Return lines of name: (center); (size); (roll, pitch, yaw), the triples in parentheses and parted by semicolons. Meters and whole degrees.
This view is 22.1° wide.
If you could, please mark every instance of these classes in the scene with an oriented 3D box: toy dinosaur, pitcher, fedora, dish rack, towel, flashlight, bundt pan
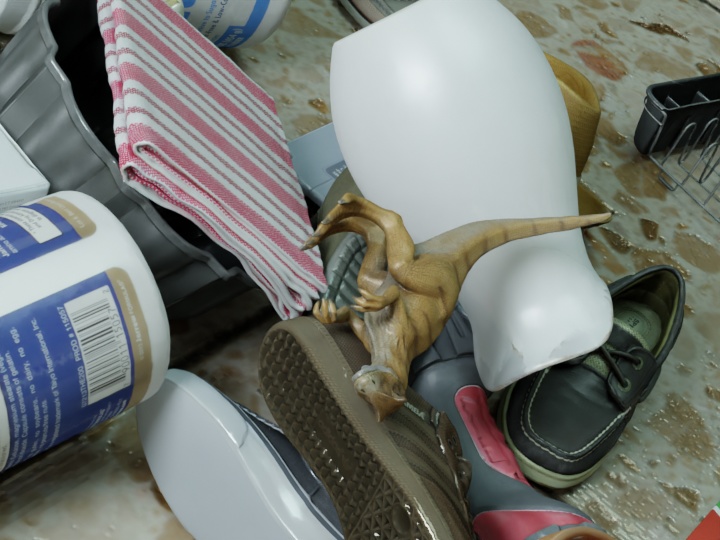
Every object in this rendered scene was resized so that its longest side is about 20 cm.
toy dinosaur: (0.029, 0.003, 0.890); (0.106, 0.060, 0.200); (42, 46, 0)
pitcher: (0.067, -0.054, 1.019); (0.201, 0.121, 0.172); (64, 12, -8)
fedora: (0.097, -0.108, 1.215); (0.200, 0.082, 0.201); (29, 17, -10)
dish rack: (0.305, -0.062, 1.350); (0.153, 0.055, 0.200); (-14, 51, -41)
towel: (-0.087, -0.075, 0.990); (0.146, 0.030, 0.200); (41, 20, -36)
flashlight: (0.076, 0.104, 0.990); (0.068, 0.068, 0.200); (23, 30, -37)
bundt pan: (-0.129, -0.056, 1.010); (0.202, 0.076, 0.202); (47, 20, -23)

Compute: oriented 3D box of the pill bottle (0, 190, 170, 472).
pill bottle: (-0.196, 0.047, 0.845); (0.200, 0.111, 0.111); (-25, 58, -33)

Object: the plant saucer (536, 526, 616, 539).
plant saucer: (0.111, 0.215, 0.819); (0.200, 0.032, 0.201); (40, 39, -43)

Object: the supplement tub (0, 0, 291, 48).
supplement tub: (-0.151, -0.213, 1.196); (0.199, 0.132, 0.132); (-2, 44, -31)

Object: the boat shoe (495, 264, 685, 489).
boat shoe: (0.141, 0.053, 1.092); (0.072, 0.066, 0.201); (34, 37, 10)

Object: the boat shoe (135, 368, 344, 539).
boat shoe: (-0.027, 0.119, 0.903); (0.200, 0.072, 0.068); (42, 41, 18)

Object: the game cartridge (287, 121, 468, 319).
game cartridge: (0.044, -0.023, 1.157); (0.200, 0.042, 0.133); (39, 33, 18)

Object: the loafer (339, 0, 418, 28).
loafer: (0.012, -0.243, 1.390); (0.072, 0.063, 0.200); (3, 41, -30)

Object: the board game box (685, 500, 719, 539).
board game box: (0.238, 0.193, 0.997); (0.153, 0.040, 0.200); (37, 37, 15)

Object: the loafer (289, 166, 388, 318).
loafer: (0.000, 0.000, 1.046); (0.075, 0.070, 0.200); (45, 42, -20)

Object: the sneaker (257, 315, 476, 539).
sneaker: (0.027, 0.099, 0.856); (0.075, 0.070, 0.200); (-7, 57, -38)

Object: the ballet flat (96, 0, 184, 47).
ballet flat: (-0.151, -0.162, 1.096); (0.200, 0.071, 0.069); (51, 0, -32)

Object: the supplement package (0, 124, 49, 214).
supplement package: (-0.283, -0.054, 0.932); (0.155, 0.111, 0.200); (-14, 50, -42)
